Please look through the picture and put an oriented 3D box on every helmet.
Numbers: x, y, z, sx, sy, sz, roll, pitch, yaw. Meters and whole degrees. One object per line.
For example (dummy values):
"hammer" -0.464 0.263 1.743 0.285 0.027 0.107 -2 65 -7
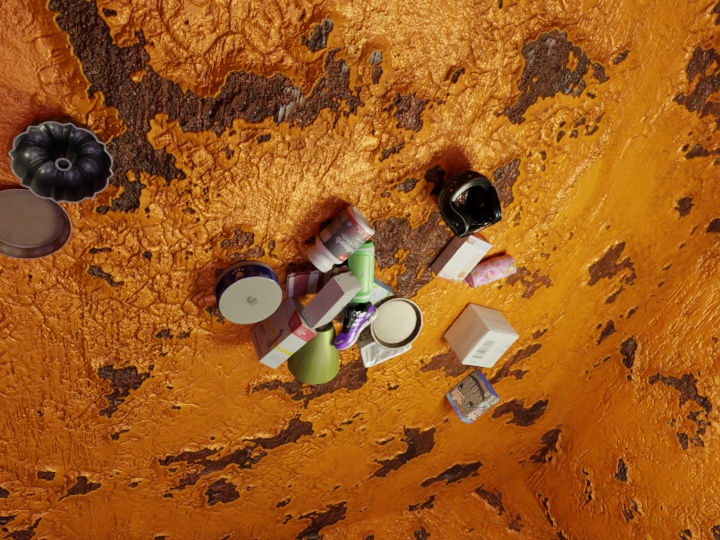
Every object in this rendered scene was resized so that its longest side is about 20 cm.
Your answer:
"helmet" 0.338 -0.216 1.633 0.200 0.191 0.200 -22 174 -2

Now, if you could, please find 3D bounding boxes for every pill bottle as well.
"pill bottle" -0.065 -0.093 1.585 0.200 0.116 0.116 -42 135 12

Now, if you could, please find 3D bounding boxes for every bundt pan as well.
"bundt pan" -0.665 -0.255 1.156 0.202 0.076 0.202 -14 133 -15

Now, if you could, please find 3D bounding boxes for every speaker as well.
"speaker" 0.000 0.000 1.684 0.088 0.088 0.200 -6 110 -23

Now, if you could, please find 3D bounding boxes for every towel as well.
"towel" -0.145 0.038 1.694 0.200 0.023 0.144 -7 151 -14

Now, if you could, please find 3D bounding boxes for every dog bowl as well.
"dog bowl" -0.349 0.070 1.609 0.200 0.079 0.200 -15 134 -16

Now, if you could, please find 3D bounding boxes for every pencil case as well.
"pencil case" 0.499 0.003 1.992 0.200 0.087 0.088 -21 135 -9

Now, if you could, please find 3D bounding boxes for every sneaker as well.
"sneaker" -0.033 0.175 1.763 0.200 0.070 0.100 -48 127 -15

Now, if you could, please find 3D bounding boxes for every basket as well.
"basket" 0.077 0.256 1.966 0.200 0.123 0.136 -22 135 -9

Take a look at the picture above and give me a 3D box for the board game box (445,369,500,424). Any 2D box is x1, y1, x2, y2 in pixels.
"board game box" 0.543 0.613 2.502 0.200 0.160 0.097 -45 133 14

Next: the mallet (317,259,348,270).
"mallet" -0.132 -0.005 1.689 0.200 0.041 0.066 -18 136 -7

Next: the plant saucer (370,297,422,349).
"plant saucer" 0.127 0.189 1.858 0.200 0.029 0.200 -4 106 -15

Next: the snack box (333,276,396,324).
"snack box" 0.002 0.112 1.837 0.200 0.068 0.169 -46 133 13

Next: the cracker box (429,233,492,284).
"cracker box" 0.368 -0.051 1.891 0.134 0.058 0.200 19 119 -39

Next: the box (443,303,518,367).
"box" 0.506 0.276 2.172 0.200 0.171 0.199 14 121 -37

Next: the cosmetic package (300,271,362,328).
"cosmetic package" -0.094 0.096 1.660 0.102 0.074 0.200 -20 159 -52

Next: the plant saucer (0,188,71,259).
"plant saucer" -0.807 -0.116 1.238 0.200 0.035 0.200 -14 133 -15

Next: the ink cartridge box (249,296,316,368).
"ink cartridge box" -0.263 0.209 1.730 0.200 0.145 0.083 -41 135 10

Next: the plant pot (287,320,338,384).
"plant pot" -0.155 0.261 1.812 0.187 0.187 0.200 -5 127 -23
